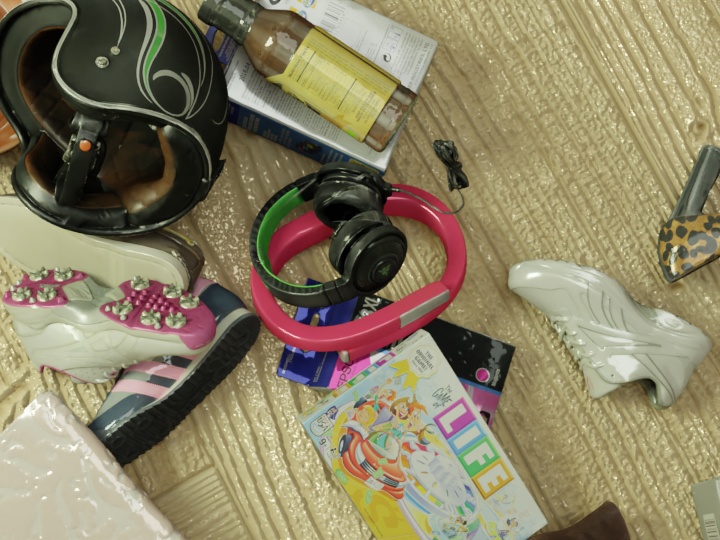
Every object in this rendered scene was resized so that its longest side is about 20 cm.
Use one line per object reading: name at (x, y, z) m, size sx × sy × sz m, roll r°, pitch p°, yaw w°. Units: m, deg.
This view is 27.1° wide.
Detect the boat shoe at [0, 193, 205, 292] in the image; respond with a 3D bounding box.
boat shoe at (-0.232, -0.025, 1.293) m, size 0.198 × 0.073 × 0.060 m, roll 18°, pitch 33°, yaw 12°

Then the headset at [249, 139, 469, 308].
headset at (-0.003, -0.048, 1.269) m, size 0.198 × 0.094 × 0.124 m, roll -21°, pitch 55°, yaw 4°

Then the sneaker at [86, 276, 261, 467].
sneaker at (-0.180, 0.089, 1.290) m, size 0.200 × 0.070 × 0.082 m, roll -42°, pitch 63°, yaw -11°

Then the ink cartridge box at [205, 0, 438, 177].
ink cartridge box at (-0.046, -0.181, 1.347) m, size 0.198 × 0.076 × 0.138 m, roll 25°, pitch 76°, yaw -5°

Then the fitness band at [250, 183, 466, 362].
fitness band at (0.000, 0.000, 1.314) m, size 0.198 × 0.038 × 0.144 m, roll -25°, pitch 56°, yaw -14°

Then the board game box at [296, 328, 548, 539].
board game box at (0.054, 0.172, 1.286) m, size 0.134 × 0.034 × 0.201 m, roll -34°, pitch 100°, yaw -7°

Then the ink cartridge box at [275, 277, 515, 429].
ink cartridge box at (0.032, 0.081, 1.332) m, size 0.198 × 0.037 × 0.096 m, roll 19°, pitch 77°, yaw -3°

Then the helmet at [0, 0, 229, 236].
helmet at (-0.209, -0.145, 1.247) m, size 0.197 × 0.201 × 0.192 m, roll -5°, pitch 48°, yaw -10°

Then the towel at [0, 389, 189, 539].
towel at (-0.254, 0.234, 1.229) m, size 0.191 × 0.032 × 0.200 m, roll -44°, pitch 87°, yaw 7°

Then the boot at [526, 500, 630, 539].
boot at (0.186, 0.320, 1.291) m, size 0.165 × 0.072 × 0.202 m, roll -21°, pitch 101°, yaw -27°

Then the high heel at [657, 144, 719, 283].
high heel at (0.379, -0.019, 1.380) m, size 0.198 × 0.072 × 0.144 m, roll 23°, pitch 70°, yaw 13°

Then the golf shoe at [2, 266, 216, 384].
golf shoe at (-0.204, 0.054, 1.247) m, size 0.198 × 0.075 × 0.093 m, roll 9°, pitch 120°, yaw 26°

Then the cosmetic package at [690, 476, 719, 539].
cosmetic package at (0.409, 0.220, 1.337) m, size 0.197 × 0.090 × 0.108 m, roll -12°, pitch 78°, yaw -8°

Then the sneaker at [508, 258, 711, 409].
sneaker at (0.215, 0.061, 1.343) m, size 0.198 × 0.078 × 0.100 m, roll 27°, pitch 80°, yaw -2°

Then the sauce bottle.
sauce bottle at (-0.047, -0.179, 1.277) m, size 0.199 × 0.065 × 0.065 m, roll 35°, pitch 76°, yaw 0°

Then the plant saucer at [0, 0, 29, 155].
plant saucer at (-0.359, -0.188, 1.291) m, size 0.198 × 0.032 × 0.203 m, roll 11°, pitch 69°, yaw -30°
